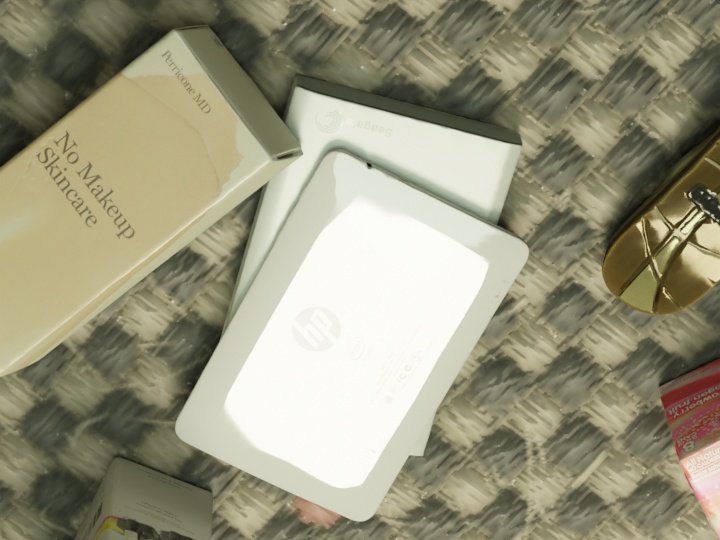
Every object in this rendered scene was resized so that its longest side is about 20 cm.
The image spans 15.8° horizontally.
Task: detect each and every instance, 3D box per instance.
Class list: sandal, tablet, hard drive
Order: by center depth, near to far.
[{"bbox_3d":[0.216,-0.050,1.448,0.080,0.054,0.200,44,120,-11],"label":"sandal"},{"bbox_3d":[-0.006,0.040,1.468,0.130,0.014,0.200,26,109,-11],"label":"tablet"},{"bbox_3d":[0.000,0.000,1.473,0.132,0.026,0.200,14,112,-7],"label":"hard drive"}]

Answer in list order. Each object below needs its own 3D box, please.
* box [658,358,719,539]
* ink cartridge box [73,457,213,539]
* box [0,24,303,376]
[{"bbox_3d":[0.282,0.082,1.472,0.200,0.103,0.095,-26,111,10],"label":"box"},{"bbox_3d":[-0.137,0.205,1.459,0.068,0.200,0.115,23,110,-10],"label":"ink cartridge box"},{"bbox_3d":[-0.140,-0.039,1.413,0.200,0.078,0.095,-39,88,13],"label":"box"}]
